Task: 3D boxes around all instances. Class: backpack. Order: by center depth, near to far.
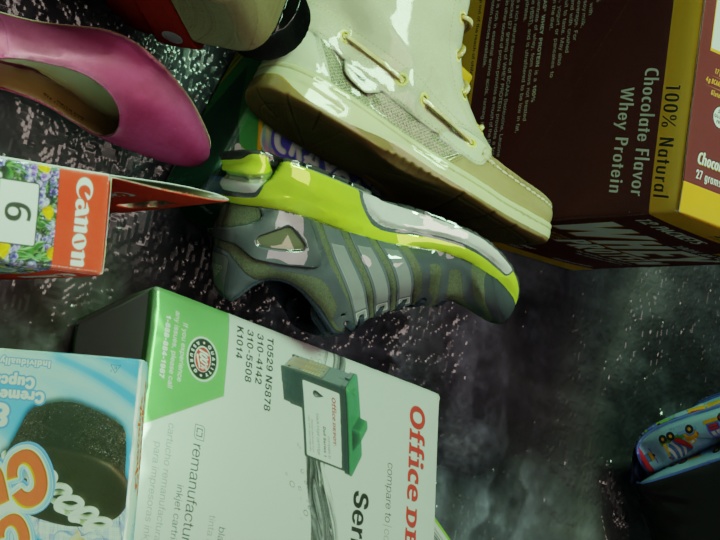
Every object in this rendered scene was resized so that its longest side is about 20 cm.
[{"bbox_3d":[0.304,0.137,1.065,0.200,0.182,0.135,-10,78,-52],"label":"backpack"}]

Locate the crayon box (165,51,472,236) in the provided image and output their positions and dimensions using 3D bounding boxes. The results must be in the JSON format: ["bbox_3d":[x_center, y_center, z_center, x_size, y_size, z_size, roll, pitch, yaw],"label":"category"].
[{"bbox_3d":[-0.015,-0.092,0.888,0.126,0.051,0.201,39,65,-32],"label":"crayon box"}]

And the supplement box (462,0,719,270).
[{"bbox_3d":[0.170,-0.109,0.943,0.132,0.200,0.198,15,79,-37],"label":"supplement box"}]

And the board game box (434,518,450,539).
[{"bbox_3d":[0.019,0.244,0.892,0.096,0.030,0.200,56,40,-23],"label":"board game box"}]

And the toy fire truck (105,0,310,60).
[{"bbox_3d":[-0.112,-0.220,0.778,0.129,0.199,0.177,63,43,-65],"label":"toy fire truck"}]

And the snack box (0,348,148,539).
[{"bbox_3d":[-0.198,0.089,0.677,0.199,0.037,0.117,4,85,-3],"label":"snack box"}]

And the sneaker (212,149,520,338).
[{"bbox_3d":[0.000,0.000,0.831,0.199,0.074,0.081,20,88,-31],"label":"sneaker"}]

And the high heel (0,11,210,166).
[{"bbox_3d":[-0.166,-0.086,0.749,0.200,0.067,0.096,38,56,-26],"label":"high heel"}]

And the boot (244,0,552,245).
[{"bbox_3d":[0.046,-0.114,0.857,0.199,0.072,0.155,29,71,-26],"label":"boot"}]

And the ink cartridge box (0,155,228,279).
[{"bbox_3d":[-0.173,-0.022,0.720,0.199,0.109,0.051,8,83,-39],"label":"ink cartridge box"}]

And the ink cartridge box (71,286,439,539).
[{"bbox_3d":[-0.055,0.112,0.810,0.199,0.084,0.147,22,60,-36],"label":"ink cartridge box"}]
